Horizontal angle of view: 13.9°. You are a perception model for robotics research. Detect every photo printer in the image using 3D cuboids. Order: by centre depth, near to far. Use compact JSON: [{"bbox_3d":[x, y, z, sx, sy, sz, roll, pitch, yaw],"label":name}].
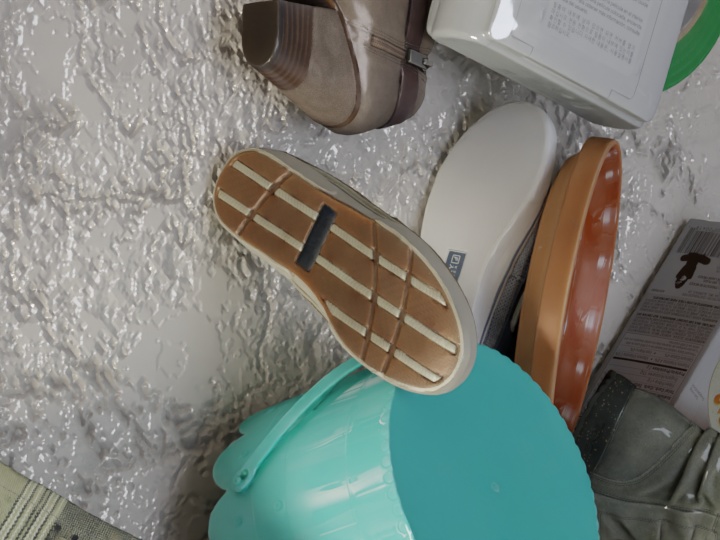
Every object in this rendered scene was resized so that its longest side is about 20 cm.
[{"bbox_3d":[0.133,-0.204,1.757,0.166,0.069,0.201,22,81,-41],"label":"photo printer"}]

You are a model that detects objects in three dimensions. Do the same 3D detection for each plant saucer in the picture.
[{"bbox_3d":[0.126,0.016,1.825,0.200,0.032,0.202,10,90,-79],"label":"plant saucer"}]

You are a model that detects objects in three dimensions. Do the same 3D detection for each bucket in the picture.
[{"bbox_3d":[0.030,0.142,1.682,0.207,0.134,0.208,27,50,-38],"label":"bucket"}]

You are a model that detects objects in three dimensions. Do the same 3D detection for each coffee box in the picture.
[{"bbox_3d":[0.224,0.080,1.959,0.114,0.079,0.201,51,62,-37],"label":"coffee box"}]

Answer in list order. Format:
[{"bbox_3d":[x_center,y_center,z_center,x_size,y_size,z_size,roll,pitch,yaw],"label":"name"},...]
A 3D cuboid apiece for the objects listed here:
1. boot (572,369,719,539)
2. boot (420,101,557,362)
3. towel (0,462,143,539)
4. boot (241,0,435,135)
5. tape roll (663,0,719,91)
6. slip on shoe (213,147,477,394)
[{"bbox_3d":[0.173,0.169,1.842,0.201,0.130,0.068,-67,171,29],"label":"boot"},{"bbox_3d":[0.079,0.001,1.816,0.090,0.072,0.201,40,71,-56],"label":"boot"},{"bbox_3d":[-0.161,0.222,1.533,0.192,0.035,0.201,29,70,2],"label":"towel"},{"bbox_3d":[-0.005,-0.180,1.698,0.146,0.070,0.202,10,91,-52],"label":"boot"},{"bbox_3d":[0.166,-0.213,1.872,0.200,0.048,0.202,-10,104,-44],"label":"tape roll"},{"bbox_3d":[0.000,0.000,1.643,0.060,0.200,0.076,14,109,-55],"label":"slip on shoe"}]
